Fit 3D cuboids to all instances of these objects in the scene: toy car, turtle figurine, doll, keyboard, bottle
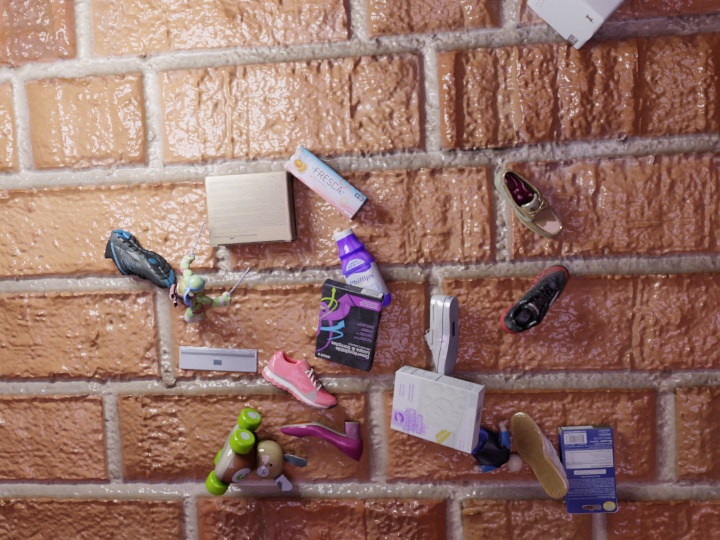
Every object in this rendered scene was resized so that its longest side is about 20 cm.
[{"bbox_3d":[-0.236,0.460,1.309,0.199,0.158,0.165,28,108,-9],"label":"toy car"},{"bbox_3d":[-0.366,0.033,1.292,0.143,0.194,0.201,27,56,-18],"label":"turtle figurine"},{"bbox_3d":[0.297,0.410,1.299,0.200,0.048,0.137,33,97,3],"label":"doll"},{"bbox_3d":[-0.355,0.221,1.367,0.199,0.011,0.057,2,99,5],"label":"keyboard"},{"bbox_3d":[0.000,0.000,1.293,0.083,0.065,0.201,-24,91,11],"label":"bottle"}]

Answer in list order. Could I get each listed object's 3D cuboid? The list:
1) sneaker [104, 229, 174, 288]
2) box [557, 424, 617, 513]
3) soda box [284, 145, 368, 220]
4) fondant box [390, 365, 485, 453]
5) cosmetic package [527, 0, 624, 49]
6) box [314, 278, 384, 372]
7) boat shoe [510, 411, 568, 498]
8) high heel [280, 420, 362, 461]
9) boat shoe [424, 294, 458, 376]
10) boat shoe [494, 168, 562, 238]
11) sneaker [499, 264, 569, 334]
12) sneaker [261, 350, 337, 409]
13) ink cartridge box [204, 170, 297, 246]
[{"bbox_3d":[-0.541,-0.014,1.346,0.200,0.073,0.082,39,107,10],"label":"sneaker"},{"bbox_3d":[0.534,0.467,1.289,0.120,0.032,0.201,-4,91,6],"label":"box"},{"bbox_3d":[-0.078,-0.205,1.289,0.200,0.064,0.068,39,96,1],"label":"soda box"},{"bbox_3d":[0.175,0.315,1.258,0.199,0.058,0.145,11,102,28],"label":"fondant box"},{"bbox_3d":[0.497,-0.623,1.163,0.165,0.165,0.200,43,95,2],"label":"cosmetic package"},{"bbox_3d":[-0.028,0.130,1.279,0.142,0.036,0.201,14,116,13],"label":"box"},{"bbox_3d":[0.419,0.426,1.283,0.071,0.069,0.201,-34,70,25],"label":"boat shoe"},{"bbox_3d":[-0.094,0.414,1.322,0.199,0.067,0.097,-1,83,2],"label":"high heel"},{"bbox_3d":[0.187,0.155,1.291,0.070,0.071,0.201,8,105,35],"label":"boat shoe"},{"bbox_3d":[0.384,-0.151,1.250,0.200,0.066,0.074,44,96,1],"label":"boat shoe"},{"bbox_3d":[0.403,0.069,1.246,0.071,0.098,0.200,44,95,3],"label":"sneaker"},{"bbox_3d":[-0.136,0.262,1.317,0.199,0.074,0.087,28,94,3],"label":"sneaker"},{"bbox_3d":[-0.257,-0.146,1.303,0.199,0.075,0.166,-3,94,5],"label":"ink cartridge box"}]
